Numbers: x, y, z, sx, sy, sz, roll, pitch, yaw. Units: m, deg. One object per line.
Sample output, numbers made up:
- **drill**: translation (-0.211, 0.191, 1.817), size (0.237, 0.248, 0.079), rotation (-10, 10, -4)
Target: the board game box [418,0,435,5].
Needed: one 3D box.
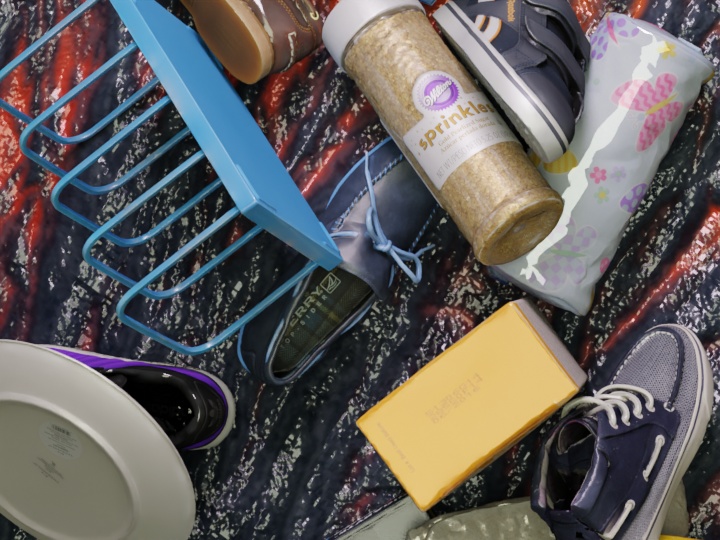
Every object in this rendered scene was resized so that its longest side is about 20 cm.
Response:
- **board game box**: translation (-0.012, -0.250, 1.673), size (0.199, 0.151, 0.037), rotation (21, 62, -14)

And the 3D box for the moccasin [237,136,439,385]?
- **moccasin**: translation (0.000, 0.000, 1.740), size (0.080, 0.068, 0.200), rotation (31, 97, -22)

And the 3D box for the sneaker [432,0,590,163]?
- **sneaker**: translation (0.108, -0.142, 1.674), size (0.079, 0.200, 0.079), rotation (-34, 121, 4)

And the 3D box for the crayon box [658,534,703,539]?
- **crayon box**: translation (0.230, 0.242, 1.715), size (0.199, 0.052, 0.126), rotation (8, 82, -12)

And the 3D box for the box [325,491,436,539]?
- **box**: translation (0.022, 0.271, 1.770), size (0.159, 0.046, 0.201), rotation (-30, 91, 4)

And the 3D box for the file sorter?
- **file sorter**: translation (-0.131, -0.065, 1.687), size (0.123, 0.139, 0.200), rotation (-36, 65, 9)

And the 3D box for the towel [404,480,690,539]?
- **towel**: translation (0.131, 0.215, 1.738), size (0.199, 0.034, 0.133), rotation (-8, 86, -14)

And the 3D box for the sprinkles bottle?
- **sprinkles bottle**: translation (0.052, -0.097, 1.694), size (0.068, 0.068, 0.200), rotation (-37, 66, 5)

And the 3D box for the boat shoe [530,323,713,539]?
- **boat shoe**: translation (0.169, 0.100, 1.685), size (0.074, 0.093, 0.201), rotation (-3, 52, 32)

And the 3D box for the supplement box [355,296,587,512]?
- **supplement box**: translation (0.076, 0.083, 1.680), size (0.126, 0.200, 0.074), rotation (-38, 86, 6)

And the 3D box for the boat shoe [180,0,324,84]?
- **boat shoe**: translation (-0.101, -0.216, 1.750), size (0.070, 0.070, 0.200), rotation (-31, 83, -32)

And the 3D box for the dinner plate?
- **dinner plate**: translation (-0.201, 0.128, 1.725), size (0.199, 0.024, 0.201), rotation (17, 135, 18)

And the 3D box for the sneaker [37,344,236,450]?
- **sneaker**: translation (-0.187, 0.087, 1.748), size (0.199, 0.100, 0.070), rotation (1, 91, 3)

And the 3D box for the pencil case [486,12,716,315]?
- **pencil case**: translation (0.157, -0.070, 1.725), size (0.090, 0.083, 0.201), rotation (24, 95, -33)
